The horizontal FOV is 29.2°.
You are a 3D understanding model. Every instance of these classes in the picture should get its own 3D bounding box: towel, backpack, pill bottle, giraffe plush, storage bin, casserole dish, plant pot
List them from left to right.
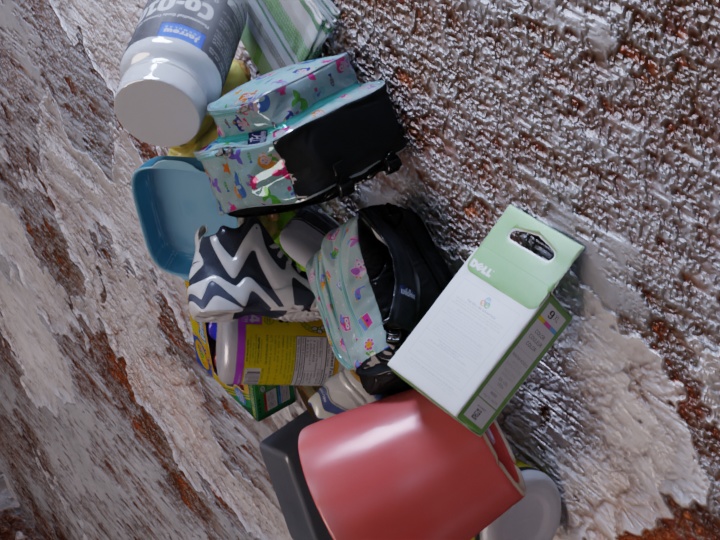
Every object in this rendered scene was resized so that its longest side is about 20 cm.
[{"bbox_3d":[-0.199,-0.235,1.518,0.114,0.200,0.114,6,136,6],"label":"pill bottle"},{"bbox_3d":[-0.193,-0.064,1.593,0.121,0.039,0.200,5,138,11],"label":"casserole dish"},{"bbox_3d":[-0.143,-0.133,1.639,0.162,0.200,0.173,24,148,16],"label":"giraffe plush"},{"bbox_3d":[-0.091,-0.288,1.546,0.149,0.031,0.200,61,156,10],"label":"towel"},{"bbox_3d":[-0.077,-0.135,1.461,0.200,0.178,0.151,-17,102,50],"label":"backpack"},{"bbox_3d":[-0.068,0.084,1.634,0.104,0.200,0.104,-178,90,-79],"label":"pill bottle"},{"bbox_3d":[-0.048,0.273,1.853,0.146,0.134,0.200,13,124,57],"label":"storage bin"},{"bbox_3d":[0.028,0.030,1.464,0.127,0.167,0.200,-35,66,31],"label":"backpack"},{"bbox_3d":[0.059,0.206,1.410,0.200,0.177,0.200,58,-171,-15],"label":"plant pot"},{"bbox_3d":[0.122,0.247,1.549,0.200,0.112,0.112,21,132,52],"label":"pill bottle"}]

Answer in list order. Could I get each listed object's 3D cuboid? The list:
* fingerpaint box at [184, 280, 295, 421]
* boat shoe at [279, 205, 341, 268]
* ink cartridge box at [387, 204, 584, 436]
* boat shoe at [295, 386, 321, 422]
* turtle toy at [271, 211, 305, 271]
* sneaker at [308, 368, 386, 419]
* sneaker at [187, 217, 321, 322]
[{"bbox_3d":[-0.175,0.089,1.976,0.167,0.073,0.200,39,145,39],"label":"fingerpaint box"},{"bbox_3d":[0.000,0.000,1.597,0.200,0.068,0.072,39,143,0],"label":"boat shoe"},{"bbox_3d":[0.130,0.047,1.325,0.104,0.200,0.059,35,177,42],"label":"ink cartridge box"},{"bbox_3d":[-0.037,0.160,1.750,0.200,0.064,0.071,-139,26,-73],"label":"boat shoe"},{"bbox_3d":[-0.104,-0.022,1.701,0.200,0.146,0.101,-6,145,46],"label":"turtle toy"},{"bbox_3d":[0.004,0.184,1.632,0.200,0.088,0.075,57,-178,-41],"label":"sneaker"},{"bbox_3d":[-0.097,-0.012,1.532,0.079,0.199,0.130,141,126,-69],"label":"sneaker"}]
